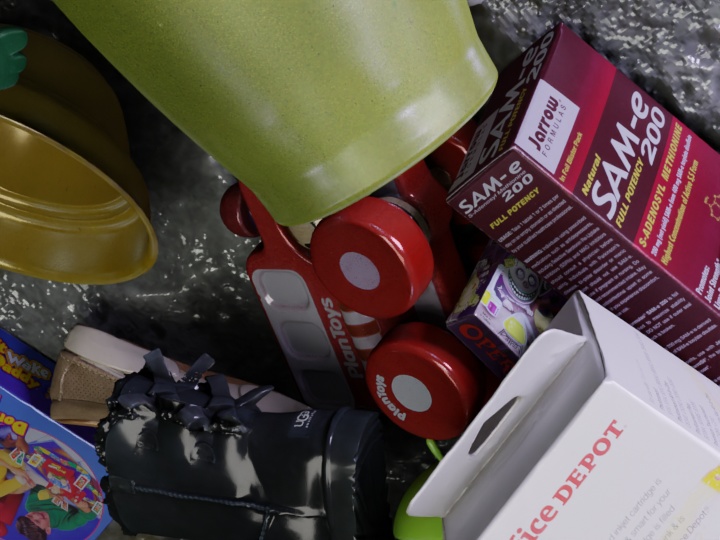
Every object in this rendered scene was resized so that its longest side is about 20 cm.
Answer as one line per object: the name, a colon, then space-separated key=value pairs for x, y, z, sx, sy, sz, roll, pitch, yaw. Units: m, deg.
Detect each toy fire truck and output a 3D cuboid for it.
toy fire truck: x=0.000 y=0.000 z=1.050 sx=0.167 sy=0.112 sz=0.201 roll=-1 pitch=125 yaw=37

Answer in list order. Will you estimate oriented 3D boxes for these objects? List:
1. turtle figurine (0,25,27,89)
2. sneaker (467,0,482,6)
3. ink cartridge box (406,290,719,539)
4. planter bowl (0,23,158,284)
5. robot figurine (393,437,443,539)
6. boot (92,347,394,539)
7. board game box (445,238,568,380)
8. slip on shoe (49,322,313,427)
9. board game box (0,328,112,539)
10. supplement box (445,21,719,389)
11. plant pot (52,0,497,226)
turtle figurine: x=-0.251 y=-0.165 z=0.944 sx=0.200 sy=0.101 sz=0.150 roll=35 pitch=169 yaw=35
sneaker: x=0.120 y=-0.181 z=0.903 sx=0.100 sy=0.075 sz=0.200 roll=41 pitch=124 yaw=-14
ink cartridge box: x=0.134 y=0.115 z=0.922 sx=0.199 sy=0.125 sz=0.129 roll=34 pitch=106 yaw=-11
planter bowl: x=-0.193 y=-0.077 z=1.030 sx=0.199 sy=0.084 sz=0.201 roll=15 pitch=156 yaw=7
robot figurine: x=0.078 y=0.190 z=1.047 sx=0.115 sy=0.174 sz=0.202 roll=-9 pitch=85 yaw=60
boot: x=-0.066 y=0.147 z=1.075 sx=0.161 sy=0.073 sz=0.199 roll=7 pitch=118 yaw=20
board game box: x=0.141 y=0.047 z=1.025 sx=0.200 sy=0.120 sz=0.032 roll=44 pitch=140 yaw=-21
slip on shoe: x=-0.094 y=0.092 z=1.137 sx=0.199 sy=0.061 sz=0.076 roll=20 pitch=171 yaw=3
board game box: x=-0.245 y=0.106 z=1.213 sx=0.199 sy=0.045 sz=0.135 roll=35 pitch=125 yaw=-11
supplement box: x=0.149 y=-0.024 z=0.981 sx=0.200 sy=0.109 sz=0.061 roll=37 pitch=136 yaw=-13
plant pot: x=-0.037 y=-0.133 z=0.881 sx=0.200 sy=0.201 sz=0.193 roll=-28 pitch=105 yaw=29
